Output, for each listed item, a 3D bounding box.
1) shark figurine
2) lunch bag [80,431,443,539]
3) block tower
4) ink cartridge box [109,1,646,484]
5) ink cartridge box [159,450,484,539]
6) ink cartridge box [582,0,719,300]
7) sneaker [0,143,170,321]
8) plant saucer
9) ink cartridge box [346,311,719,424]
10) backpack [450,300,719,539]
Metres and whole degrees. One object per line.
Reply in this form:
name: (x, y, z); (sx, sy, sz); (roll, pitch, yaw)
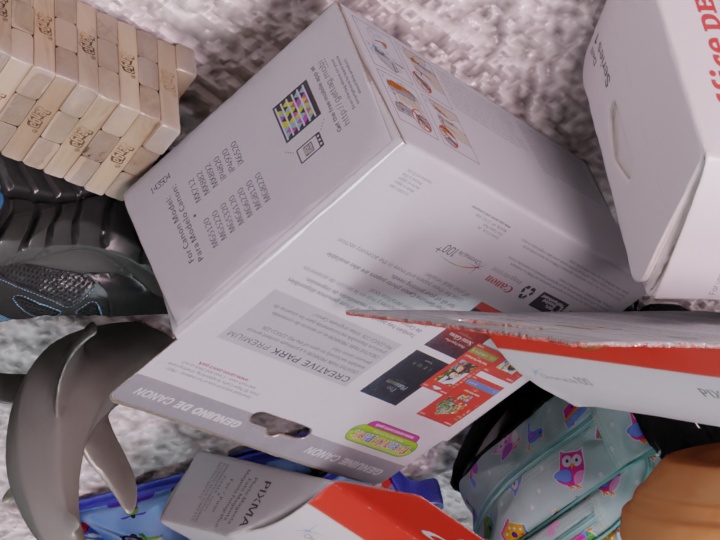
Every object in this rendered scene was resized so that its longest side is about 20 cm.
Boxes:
shark figurine: (-0.124, 0.074, 0.853); (0.127, 0.215, 0.090); (15, 124, -23)
lunch bag: (-0.044, 0.168, 1.074); (0.199, 0.094, 0.151); (-24, 135, 5)
block tower: (-0.164, -0.092, 0.771); (0.199, 0.058, 0.054); (20, 133, -30)
ink cartridge box: (0.000, 0.000, 0.837); (0.175, 0.084, 0.199); (-39, 143, 21)
ink cartridge box: (0.014, 0.153, 0.926); (0.162, 0.057, 0.199); (37, 166, -29)
ink cartridge box: (0.208, -0.063, 0.793); (0.198, 0.147, 0.085); (2, 137, -12)
sneaker: (-0.132, -0.013, 0.848); (0.199, 0.074, 0.082); (13, 146, -39)
plant saucer: (0.212, 0.095, 0.823); (0.198, 0.038, 0.200); (-5, 180, 0)
ink cartridge box: (0.118, 0.043, 0.755); (0.199, 0.058, 0.162); (-4, -175, -32)
backpack: (0.139, 0.114, 1.000); (0.166, 0.127, 0.200); (22, 132, -32)
